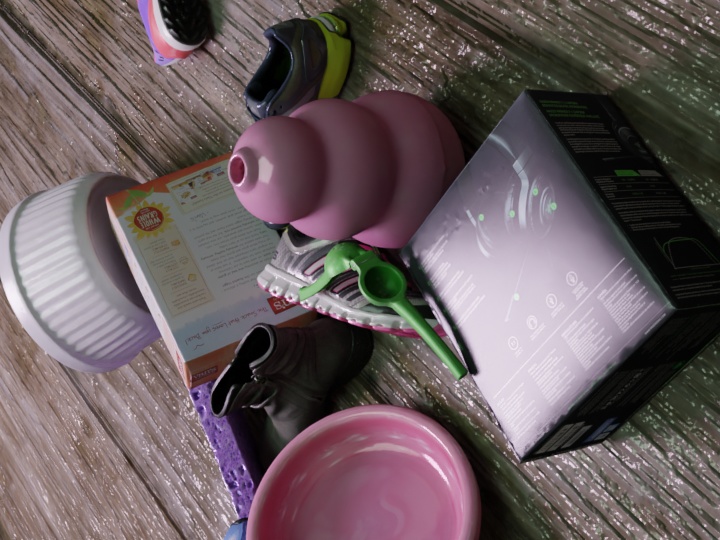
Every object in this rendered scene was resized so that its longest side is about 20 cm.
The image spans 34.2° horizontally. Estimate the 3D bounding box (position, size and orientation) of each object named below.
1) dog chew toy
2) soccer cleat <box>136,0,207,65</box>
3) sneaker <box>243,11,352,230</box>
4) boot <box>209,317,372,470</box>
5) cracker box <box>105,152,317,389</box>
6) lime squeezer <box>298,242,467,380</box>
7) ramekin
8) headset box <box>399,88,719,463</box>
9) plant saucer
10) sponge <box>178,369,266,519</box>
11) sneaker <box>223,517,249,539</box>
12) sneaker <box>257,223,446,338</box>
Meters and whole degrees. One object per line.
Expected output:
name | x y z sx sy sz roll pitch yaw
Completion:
dog chew toy | -0.014 -0.077 0.900 0.124 0.199 0.126 7 99 49
soccer cleat | -0.214 -0.313 1.221 0.073 0.068 0.202 -28 74 51
sneaker | -0.071 -0.134 1.053 0.074 0.080 0.202 27 113 45
boot | -0.084 0.113 1.052 0.068 0.130 0.201 53 130 33
cracker box | -0.141 -0.003 1.101 0.201 0.133 0.058 59 160 29
lime squeezer | 0.005 0.019 0.876 0.199 0.037 0.071 23 116 48
ramekin | -0.262 -0.006 1.205 0.105 0.200 0.202 -26 72 25
headset box | 0.137 -0.003 0.812 0.174 0.092 0.201 -54 54 38
plant saucer | 0.006 0.209 0.951 0.199 0.051 0.202 -13 53 18
sponge | -0.124 0.164 1.130 0.112 0.030 0.201 66 179 -67
sneaker | -0.101 0.295 1.058 0.090 0.078 0.201 -103 19 -44
sneaker | 0.000 0.000 0.986 0.199 0.074 0.088 17 89 38
